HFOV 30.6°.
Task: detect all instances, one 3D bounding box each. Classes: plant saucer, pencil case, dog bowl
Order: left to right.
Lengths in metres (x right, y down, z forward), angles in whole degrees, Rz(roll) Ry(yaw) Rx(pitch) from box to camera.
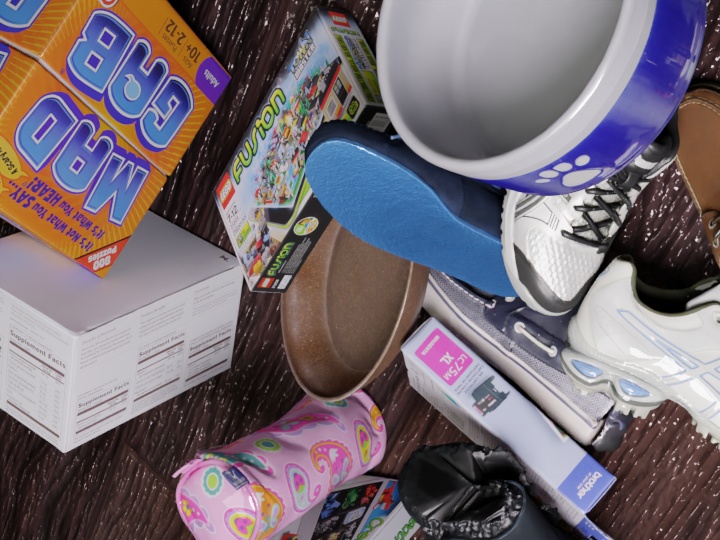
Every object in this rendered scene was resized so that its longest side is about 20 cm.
[{"bbox_3d":[-0.060,0.152,1.029,0.087,0.199,0.088,9,108,31],"label":"pencil case"},{"bbox_3d":[0.000,0.000,0.990,0.200,0.036,0.203,-30,54,54],"label":"plant saucer"},{"bbox_3d":[0.105,-0.149,0.795,0.199,0.078,0.202,-15,69,43],"label":"dog bowl"}]

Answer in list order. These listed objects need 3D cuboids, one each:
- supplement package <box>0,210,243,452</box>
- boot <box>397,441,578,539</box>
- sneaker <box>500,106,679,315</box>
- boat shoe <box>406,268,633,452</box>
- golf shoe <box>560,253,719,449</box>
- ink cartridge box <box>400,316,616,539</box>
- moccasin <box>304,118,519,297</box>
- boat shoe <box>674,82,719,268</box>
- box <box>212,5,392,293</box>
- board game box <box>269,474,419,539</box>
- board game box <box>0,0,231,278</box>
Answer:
[{"bbox_3d":[-0.224,0.037,1.116,0.155,0.199,0.112,27,121,28],"label":"supplement package"},{"bbox_3d":[0.080,0.170,0.934,0.168,0.077,0.199,45,166,-36],"label":"boot"},{"bbox_3d":[0.150,-0.065,0.822,0.088,0.075,0.202,27,103,62],"label":"sneaker"},{"bbox_3d":[0.128,0.030,0.936,0.200,0.074,0.093,40,110,20],"label":"boat shoe"},{"bbox_3d":[0.230,0.057,0.826,0.198,0.078,0.098,19,107,0],"label":"golf shoe"},{"bbox_3d":[0.115,0.122,0.939,0.042,0.119,0.200,-44,76,-8],"label":"ink cartridge box"},{"bbox_3d":[0.043,-0.047,0.874,0.199,0.069,0.080,31,134,-32],"label":"moccasin"},{"bbox_3d":[0.250,-0.029,0.809,0.201,0.068,0.072,55,133,12],"label":"boat shoe"},{"bbox_3d":[-0.047,-0.089,1.015,0.201,0.034,0.111,-56,45,36],"label":"box"},{"bbox_3d":[-0.048,0.231,1.048,0.125,0.200,0.035,2,119,38],"label":"board game box"},{"bbox_3d":[-0.264,-0.151,1.032,0.199,0.200,0.201,27,81,28],"label":"board game box"}]
